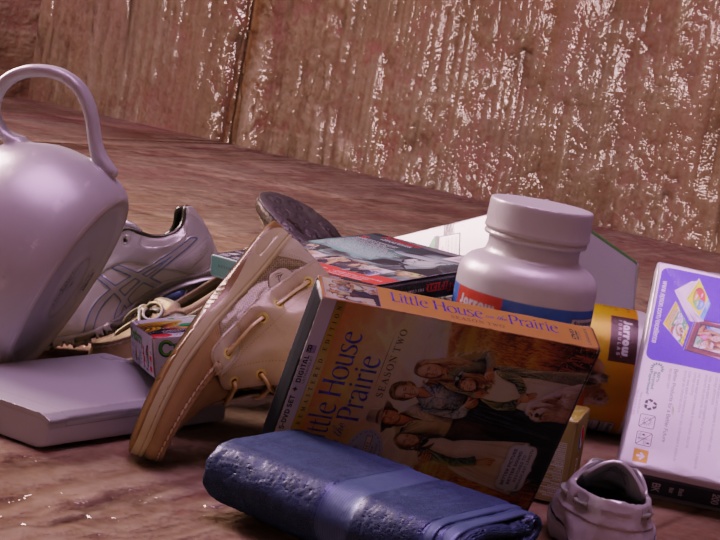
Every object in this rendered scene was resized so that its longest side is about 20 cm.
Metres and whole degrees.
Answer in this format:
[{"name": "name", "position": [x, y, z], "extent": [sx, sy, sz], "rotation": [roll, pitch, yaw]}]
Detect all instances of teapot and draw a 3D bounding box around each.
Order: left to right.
[{"name": "teapot", "position": [-0.281, -0.029, 1.477], "extent": [0.146, 0.198, 0.200], "rotation": [34, 52, 4]}]

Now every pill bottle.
[{"name": "pill bottle", "position": [0.122, 0.046, 1.499], "extent": [0.112, 0.201, 0.112], "rotation": [9, 8, -1]}, {"name": "pill bottle", "position": [0.184, 0.080, 1.665], "extent": [0.199, 0.110, 0.109], "rotation": [9, 8, 0]}]

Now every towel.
[{"name": "towel", "position": [0.005, 0.149, 1.180], "extent": [0.199, 0.049, 0.111], "rotation": [16, 10, 36]}]

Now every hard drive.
[{"name": "hard drive", "position": [-0.209, 0.092, 1.401], "extent": [0.131, 0.026, 0.200], "rotation": [15, 10, 32]}]

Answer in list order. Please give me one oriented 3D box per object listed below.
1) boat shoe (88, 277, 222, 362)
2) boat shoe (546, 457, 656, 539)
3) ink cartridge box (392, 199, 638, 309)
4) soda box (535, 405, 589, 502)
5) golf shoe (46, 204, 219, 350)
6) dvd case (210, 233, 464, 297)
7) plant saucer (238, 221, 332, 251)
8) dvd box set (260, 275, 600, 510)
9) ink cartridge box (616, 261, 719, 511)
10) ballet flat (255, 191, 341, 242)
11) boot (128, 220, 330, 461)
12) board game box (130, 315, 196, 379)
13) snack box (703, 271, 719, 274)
[{"name": "boat shoe", "position": [-0.139, 0.031, 1.580], "extent": [0.200, 0.063, 0.073], "rotation": [-21, 10, -23]}, {"name": "boat shoe", "position": [0.166, 0.156, 1.255], "extent": [0.073, 0.067, 0.200], "rotation": [10, 8, -1]}, {"name": "ink cartridge box", "position": [0.133, 0.016, 1.779], "extent": [0.199, 0.085, 0.146], "rotation": [-14, -33, 42]}, {"name": "soda box", "position": [0.066, 0.116, 1.428], "extent": [0.199, 0.064, 0.068], "rotation": [12, 9, 14]}, {"name": "golf shoe", "position": [-0.214, 0.006, 1.622], "extent": [0.199, 0.098, 0.078], "rotation": [-20, 11, -25]}, {"name": "dvd case", "position": [0.000, 0.000, 1.540], "extent": [0.146, 0.022, 0.200], "rotation": [15, 17, 39]}, {"name": "plant saucer", "position": [-0.108, 0.016, 1.754], "extent": [0.200, 0.037, 0.200], "rotation": [-25, 10, 5]}, {"name": "dvd box set", "position": [0.044, 0.086, 1.292], "extent": [0.199, 0.147, 0.029], "rotation": [12, 30, -17]}, {"name": "ink cartridge box", "position": [0.309, 0.099, 1.485], "extent": [0.199, 0.199, 0.043], "rotation": [11, -36, 10]}, {"name": "ballet flat", "position": [-0.021, 0.006, 1.647], "extent": [0.200, 0.046, 0.067], "rotation": [42, 32, 16]}, {"name": "boot", "position": [-0.056, 0.082, 1.344], "extent": [0.155, 0.200, 0.073], "rotation": [36, -31, -4]}, {"name": "board game box", "position": [-0.068, 0.051, 1.458], "extent": [0.199, 0.035, 0.126], "rotation": [-5, 5, -14]}, {"name": "snack box", "position": [0.323, 0.087, 1.665], "extent": [0.053, 0.143, 0.200], "rotation": [7, 9, -16]}]
